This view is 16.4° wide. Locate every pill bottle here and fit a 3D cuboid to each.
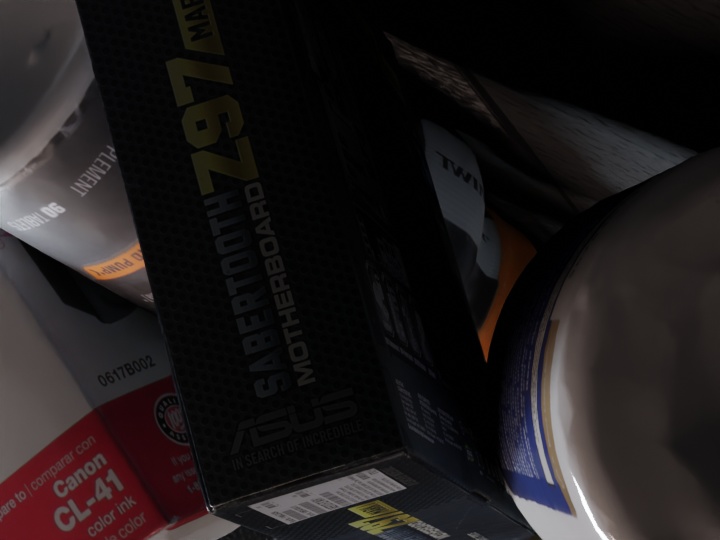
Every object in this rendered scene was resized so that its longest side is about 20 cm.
[{"bbox_3d":[0.089,0.030,0.606,0.111,0.111,0.200,29,176,-2],"label":"pill bottle"},{"bbox_3d":[-0.032,-0.026,0.817,0.200,0.106,0.106,31,176,-32],"label":"pill bottle"}]

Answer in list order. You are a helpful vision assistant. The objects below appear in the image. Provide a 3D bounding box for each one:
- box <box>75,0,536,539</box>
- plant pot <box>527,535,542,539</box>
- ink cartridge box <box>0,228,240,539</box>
[{"bbox_3d":[-0.012,-0.009,0.638,0.200,0.051,0.158,43,-149,-74],"label":"box"},{"bbox_3d":[0.154,0.108,0.847,0.187,0.188,0.200,27,-169,27],"label":"plant pot"},{"bbox_3d":[-0.106,0.007,0.872,0.200,0.086,0.148,58,-150,6],"label":"ink cartridge box"}]
